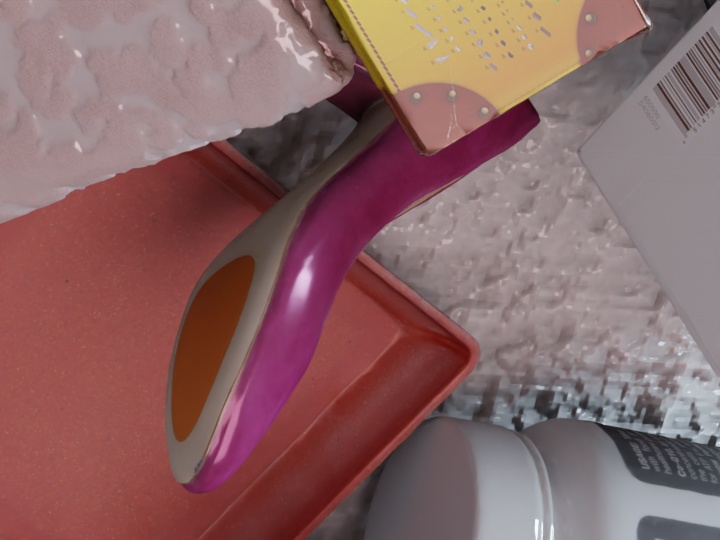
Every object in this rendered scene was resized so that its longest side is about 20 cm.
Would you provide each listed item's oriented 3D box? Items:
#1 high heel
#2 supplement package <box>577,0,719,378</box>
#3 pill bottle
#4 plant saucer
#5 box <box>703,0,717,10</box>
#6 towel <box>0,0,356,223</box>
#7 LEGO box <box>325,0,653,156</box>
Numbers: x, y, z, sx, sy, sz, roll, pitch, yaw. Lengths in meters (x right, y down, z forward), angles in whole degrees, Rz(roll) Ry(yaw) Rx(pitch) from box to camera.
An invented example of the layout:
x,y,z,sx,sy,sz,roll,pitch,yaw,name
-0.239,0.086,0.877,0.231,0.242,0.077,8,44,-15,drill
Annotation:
x,y,z,sx,sy,sz,roll,pitch,yaw,name
0.000,0.000,0.937,0.096,0.200,0.067,31,149,-24,high heel
0.197,-0.024,0.967,0.200,0.110,0.114,13,129,-46,supplement package
0.109,0.120,1.065,0.200,0.113,0.113,13,114,-25,pill bottle
-0.089,0.041,0.996,0.200,0.037,0.200,-46,124,10,plant saucer
0.201,-0.175,0.962,0.200,0.048,0.159,-28,124,-2,box
-0.125,-0.104,0.809,0.200,0.032,0.191,-17,114,37,towel
-0.007,-0.150,0.781,0.077,0.149,0.200,-30,110,4,LEGO box
